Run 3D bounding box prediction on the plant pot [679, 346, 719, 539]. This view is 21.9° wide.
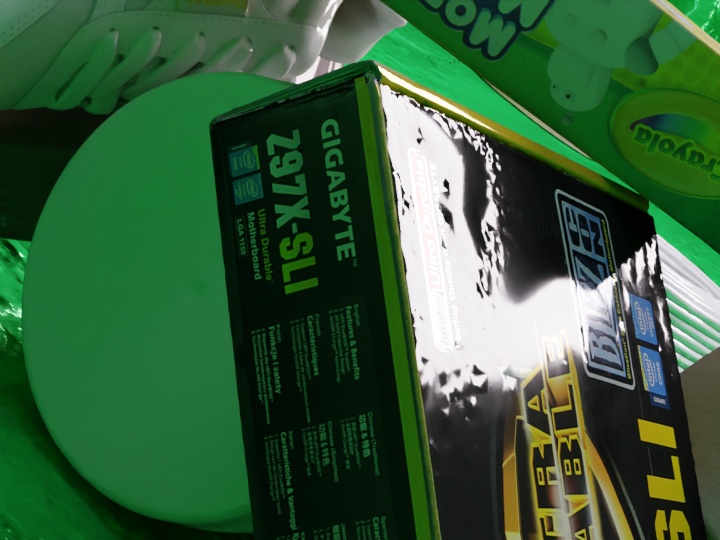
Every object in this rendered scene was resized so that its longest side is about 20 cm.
[{"bbox_3d":[0.133,0.104,0.564,0.134,0.201,0.200,1,32,-34],"label":"plant pot"}]

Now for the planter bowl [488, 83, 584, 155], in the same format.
[{"bbox_3d":[0.260,-0.251,2.343,0.200,0.135,0.200,36,12,-8],"label":"planter bowl"}]

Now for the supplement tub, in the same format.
[{"bbox_3d":[0.003,0.020,0.595,0.132,0.132,0.200,43,13,27],"label":"supplement tub"}]

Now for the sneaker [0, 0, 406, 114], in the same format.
[{"bbox_3d":[-0.059,-0.080,0.566,0.200,0.076,0.081,-31,86,-44],"label":"sneaker"}]

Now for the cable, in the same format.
[{"bbox_3d":[0.194,0.011,1.319,0.200,0.069,0.200,36,12,-6],"label":"cable"}]

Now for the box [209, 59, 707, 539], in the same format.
[{"bbox_3d":[0.036,0.068,0.442,0.160,0.049,0.201,20,60,-59],"label":"box"}]

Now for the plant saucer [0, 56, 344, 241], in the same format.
[{"bbox_3d":[-0.103,-0.091,0.660,0.199,0.030,0.201,5,48,-5],"label":"plant saucer"}]

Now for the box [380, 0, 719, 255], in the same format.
[{"bbox_3d":[0.051,-0.077,0.535,0.200,0.048,0.117,33,14,-11],"label":"box"}]
